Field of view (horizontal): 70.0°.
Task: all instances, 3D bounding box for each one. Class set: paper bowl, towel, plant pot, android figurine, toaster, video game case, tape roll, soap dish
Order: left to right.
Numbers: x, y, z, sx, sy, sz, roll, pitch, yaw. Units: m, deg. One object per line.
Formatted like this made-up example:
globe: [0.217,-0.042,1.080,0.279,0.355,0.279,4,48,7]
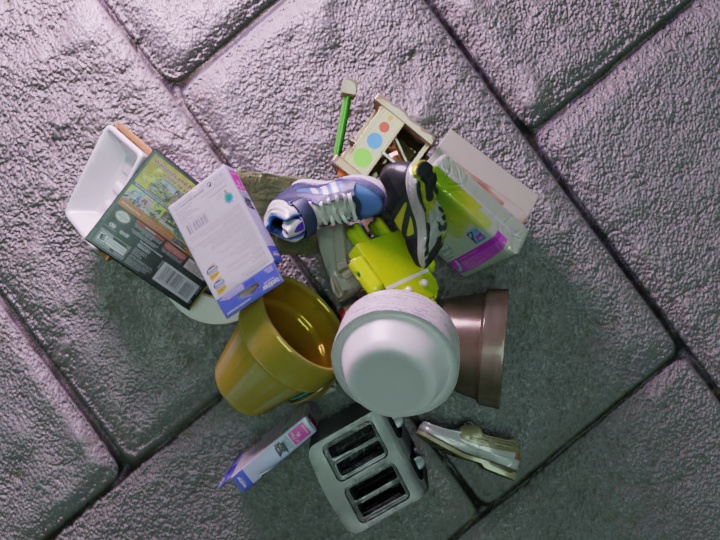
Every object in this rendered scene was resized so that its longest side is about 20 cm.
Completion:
soap dish: [-0.423,-0.138,0.909,0.157,0.081,0.202,36,99,31]
video game case: [-0.312,-0.065,0.855,0.199,0.025,0.182,39,84,-21]
tape roll: [-0.254,-0.006,0.919,0.199,0.037,0.207,-3,99,-18]
towel: [-0.151,-0.097,0.906,0.036,0.198,0.152,-8,89,40]
plant pot: [-0.149,0.145,0.898,0.201,0.201,0.189,46,112,-1]
toaster: [0.006,0.341,0.934,0.197,0.119,0.183,-28,90,1]
paper bowl: [0.052,0.140,0.787,0.196,0.105,0.204,6,118,11]
android figurine: [0.060,-0.001,0.869,0.202,0.180,0.041,56,133,16]
plant pot: [0.169,0.128,0.909,0.170,0.200,0.205,4,91,17]

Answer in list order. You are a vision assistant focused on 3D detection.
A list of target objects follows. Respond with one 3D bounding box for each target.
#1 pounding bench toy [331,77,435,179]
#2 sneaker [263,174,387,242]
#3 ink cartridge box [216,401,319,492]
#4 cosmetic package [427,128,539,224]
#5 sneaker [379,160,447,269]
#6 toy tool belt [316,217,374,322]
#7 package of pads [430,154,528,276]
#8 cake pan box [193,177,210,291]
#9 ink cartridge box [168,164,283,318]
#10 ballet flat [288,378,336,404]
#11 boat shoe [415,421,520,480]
pounding bench toy: [0.005,-0.220,0.920,0.199,0.124,0.157,38,91,0]
sneaker: [-0.061,-0.089,0.834,0.196,0.147,0.082,6,129,23]
ink cartridge box: [-0.161,0.321,0.932,0.199,0.119,0.042,-38,93,0]
cosmetic package: [0.202,-0.142,0.924,0.199,0.103,0.088,37,70,1]
sneaker: [0.084,-0.092,0.823,0.084,0.203,0.074,20,49,33]
toy tool belt: [0.000,0.000,0.922,0.121,0.125,0.203,-17,72,-5]
package of pads: [0.162,-0.087,0.883,0.199,0.154,0.069,41,64,-8]
cake pan box: [-0.317,-0.076,0.961,0.196,0.052,0.188,20,93,0]
ink cartridge box: [-0.203,-0.043,0.798,0.118,0.042,0.202,-31,81,14]
ballet flat: [-0.049,0.190,0.961,0.200,0.069,0.063,-43,120,3]
boat shoe: [0.202,0.320,0.962,0.197,0.075,0.069,23,71,1]
